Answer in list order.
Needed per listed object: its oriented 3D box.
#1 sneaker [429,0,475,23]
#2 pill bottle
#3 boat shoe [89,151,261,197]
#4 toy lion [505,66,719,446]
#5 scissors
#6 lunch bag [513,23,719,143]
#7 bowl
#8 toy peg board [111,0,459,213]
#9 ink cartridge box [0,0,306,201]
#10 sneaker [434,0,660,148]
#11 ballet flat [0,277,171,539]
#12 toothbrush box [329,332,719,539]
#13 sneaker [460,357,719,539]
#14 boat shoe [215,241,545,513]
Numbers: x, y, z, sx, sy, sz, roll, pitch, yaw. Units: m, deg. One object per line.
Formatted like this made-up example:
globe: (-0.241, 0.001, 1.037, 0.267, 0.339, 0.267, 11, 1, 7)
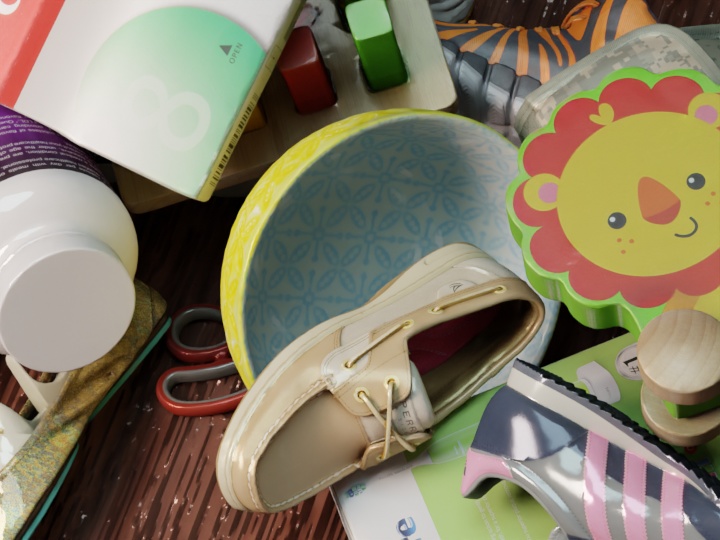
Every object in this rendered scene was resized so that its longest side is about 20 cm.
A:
sneaker: (-0.029, -0.179, 1.746, 0.199, 0.088, 0.075, -12, 43, -13)
pill bottle: (-0.192, -0.028, 1.619, 0.112, 0.113, 0.200, -27, 38, -8)
boat shoe: (-0.119, -0.101, 1.744, 0.200, 0.071, 0.091, 3, 56, 13)
toy lion: (0.180, -0.024, 1.466, 0.200, 0.069, 0.192, -20, 62, -2)
scissors: (-0.020, 0.038, 1.669, 0.199, 0.014, 0.073, -10, 54, 3)
lunch bag: (0.199, -0.046, 1.577, 0.200, 0.118, 0.164, -7, 49, -30)
bowl: (0.000, 0.000, 1.604, 0.200, 0.200, 0.108, -39, 29, -15)
toy peg board: (-0.069, -0.164, 1.655, 0.199, 0.098, 0.200, -17, 71, 2)
ink cartridge box: (-0.138, -0.150, 1.584, 0.200, 0.050, 0.161, 26, 89, 3)
sneaker: (0.099, -0.124, 1.723, 0.200, 0.078, 0.112, 25, 60, 13)
ballet flat: (-0.179, 0.078, 1.634, 0.071, 0.071, 0.200, 20, 60, 22)
toothbrush box: (0.100, 0.136, 1.532, 0.200, 0.086, 0.146, -21, 55, -5)
sneaker: (0.139, 0.127, 1.451, 0.200, 0.070, 0.082, 34, 95, 24)
boat shoe: (0.014, 0.059, 1.508, 0.200, 0.074, 0.069, -41, 40, -23)
